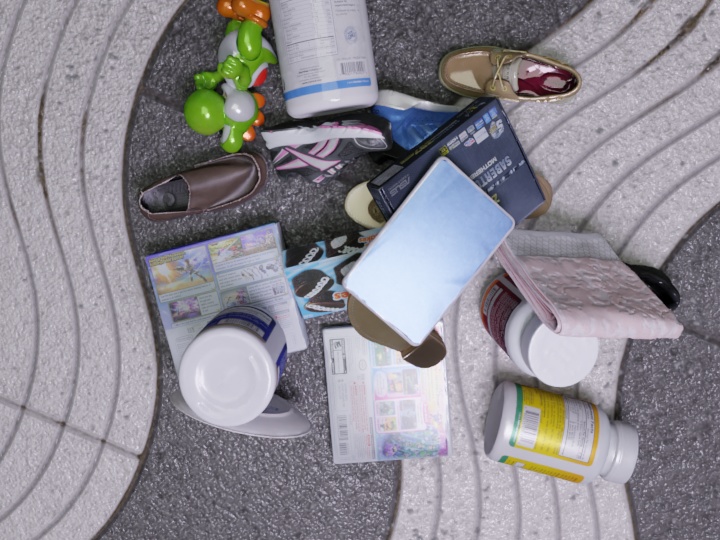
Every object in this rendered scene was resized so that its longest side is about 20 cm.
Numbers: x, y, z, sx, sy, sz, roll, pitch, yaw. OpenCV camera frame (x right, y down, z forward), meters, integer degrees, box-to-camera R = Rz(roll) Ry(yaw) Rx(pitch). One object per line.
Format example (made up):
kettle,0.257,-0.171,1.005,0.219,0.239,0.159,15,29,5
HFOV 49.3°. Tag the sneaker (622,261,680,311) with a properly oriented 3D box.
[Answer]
sneaker,0.348,0.012,1.086,0.195,0.091,0.078,11,99,2

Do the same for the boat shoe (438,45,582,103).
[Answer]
boat shoe,0.204,-0.267,1.063,0.195,0.066,0.076,4,98,1

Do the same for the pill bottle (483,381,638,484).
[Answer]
pill bottle,0.281,0.233,1.106,0.195,0.113,0.116,14,98,0

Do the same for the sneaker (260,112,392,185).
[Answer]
sneaker,-0.040,-0.161,1.070,0.196,0.080,0.088,4,115,34

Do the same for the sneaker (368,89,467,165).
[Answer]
sneaker,0.104,-0.170,1.073,0.195,0.077,0.114,14,92,4

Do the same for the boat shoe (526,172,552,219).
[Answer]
boat shoe,0.170,-0.110,1.086,0.195,0.065,0.074,-1,101,-18

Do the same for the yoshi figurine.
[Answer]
yoshi figurine,-0.187,-0.266,1.063,0.109,0.112,0.205,13,101,16

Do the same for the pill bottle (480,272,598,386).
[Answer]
pill bottle,0.232,0.074,1.035,0.107,0.200,0.113,-1,104,-6

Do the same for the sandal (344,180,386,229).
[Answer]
sandal,0.078,-0.075,1.092,0.207,0.070,0.079,17,98,-1

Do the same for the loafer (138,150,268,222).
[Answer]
loafer,-0.221,-0.110,1.096,0.196,0.071,0.075,-21,97,4

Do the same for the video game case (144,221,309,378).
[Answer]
video game case,-0.189,0.043,1.128,0.195,0.045,0.186,-13,99,3

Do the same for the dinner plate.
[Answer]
dinner plate,-0.159,0.183,1.069,0.195,0.200,0.025,16,95,0

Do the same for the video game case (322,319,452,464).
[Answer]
video game case,0.040,0.178,1.152,0.177,0.024,0.206,-4,97,2

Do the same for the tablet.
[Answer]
tablet,0.083,-0.022,0.959,0.129,0.014,0.201,38,94,-11

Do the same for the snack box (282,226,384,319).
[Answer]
snack box,0.000,0.000,1.088,0.195,0.038,0.117,-13,140,4

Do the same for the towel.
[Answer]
towel,0.274,0.013,0.971,0.196,0.193,0.033,3,128,-26

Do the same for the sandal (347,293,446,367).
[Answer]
sandal,0.041,0.057,1.067,0.077,0.070,0.211,-36,133,14

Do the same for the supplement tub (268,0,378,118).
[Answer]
supplement tub,-0.050,-0.312,1.033,0.128,0.132,0.205,-8,96,3

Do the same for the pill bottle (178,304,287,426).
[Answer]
pill bottle,-0.155,0.111,1.014,0.116,0.200,0.123,0,99,1

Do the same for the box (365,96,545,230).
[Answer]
box,0.125,-0.099,1.005,0.198,0.051,0.159,-37,113,-11
